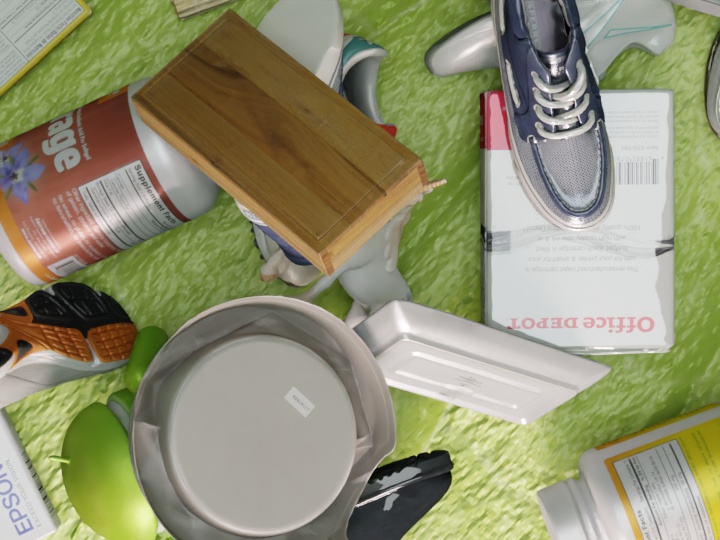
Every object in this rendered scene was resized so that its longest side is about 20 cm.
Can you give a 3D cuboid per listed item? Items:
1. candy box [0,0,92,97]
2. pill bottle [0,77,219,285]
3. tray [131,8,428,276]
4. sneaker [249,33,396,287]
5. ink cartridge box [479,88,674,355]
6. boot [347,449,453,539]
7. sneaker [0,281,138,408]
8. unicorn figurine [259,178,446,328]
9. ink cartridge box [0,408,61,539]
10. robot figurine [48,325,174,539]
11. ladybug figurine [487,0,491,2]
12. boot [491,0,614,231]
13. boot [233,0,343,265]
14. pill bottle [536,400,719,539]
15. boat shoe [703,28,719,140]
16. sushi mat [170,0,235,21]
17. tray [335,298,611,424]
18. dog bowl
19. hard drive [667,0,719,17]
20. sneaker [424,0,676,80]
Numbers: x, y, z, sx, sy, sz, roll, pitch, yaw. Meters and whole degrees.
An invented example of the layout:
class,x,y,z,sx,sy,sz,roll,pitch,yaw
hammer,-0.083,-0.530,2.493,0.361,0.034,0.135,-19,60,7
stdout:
class,x,y,z,sx,sy,sz,roll,pitch,yaw
candy box,-0.312,-0.169,1.736,0.200,0.026,0.102,-42,97,1
pill bottle,-0.178,-0.076,1.690,0.200,0.112,0.112,-24,94,9
tray,-0.058,-0.093,1.581,0.099,0.037,0.200,-44,60,-13
sneaker,-0.024,-0.085,1.715,0.093,0.070,0.200,7,91,34
ink cartridge box,0.164,-0.038,1.737,0.145,0.083,0.200,0,93,-2
boot,0.008,0.247,1.750,0.200,0.076,0.168,-25,91,6
sneaker,-0.261,0.067,1.711,0.200,0.092,0.076,-6,59,-41
unicorn figurine,0.000,0.000,1.708,0.137,0.200,0.074,-31,57,-11
ink cartridge box,-0.363,0.155,1.748,0.200,0.043,0.196,-26,95,-2
robot figurine,-0.135,0.134,1.704,0.200,0.116,0.176,-22,120,-20
ladybug figurine,0.115,-0.304,1.724,0.136,0.072,0.200,3,94,-3
boot,0.139,-0.125,1.638,0.073,0.090,0.200,-17,91,-1
boot,-0.043,-0.106,1.664,0.073,0.090,0.200,0,61,25
pill bottle,0.241,0.171,1.741,0.200,0.109,0.109,-20,94,-1
boat shoe,0.324,-0.191,1.742,0.075,0.068,0.200,23,92,-4
sushi mat,-0.065,-0.270,1.747,0.200,0.012,0.096,-21,93,-2
tray,0.079,0.076,1.700,0.200,0.107,0.022,18,56,-28
dog bowl,-0.076,0.119,1.634,0.200,0.059,0.200,2,85,-22
hard drive,0.324,-0.277,1.708,0.132,0.027,0.200,21,78,25
sneaker,0.149,-0.176,1.736,0.200,0.070,0.080,-17,97,-2
